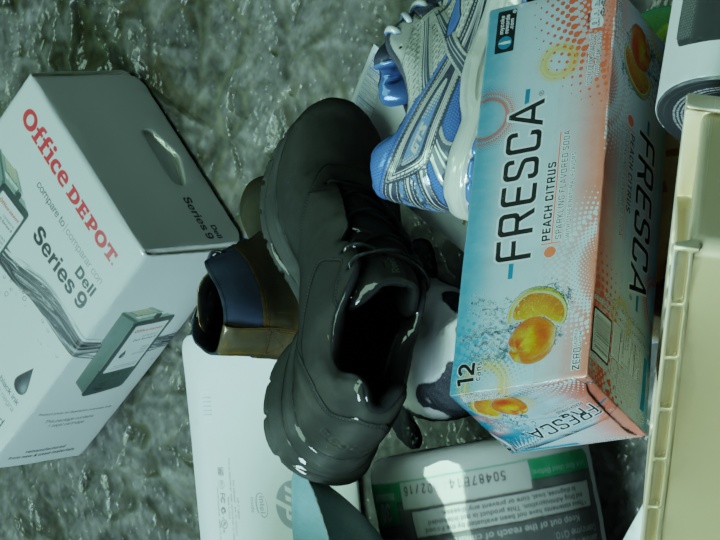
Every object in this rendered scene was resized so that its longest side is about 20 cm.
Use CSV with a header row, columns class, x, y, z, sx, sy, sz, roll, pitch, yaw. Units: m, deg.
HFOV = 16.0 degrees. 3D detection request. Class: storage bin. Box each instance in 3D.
class,x,y,z,sx,sy,sz,roll,pitch,yaw
storage bin,0.221,0.044,1.048,0.200,0.094,0.199,6,131,7

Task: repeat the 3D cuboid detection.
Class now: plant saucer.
class,x,y,z,sx,sy,sz,roll,pitch,yaw
plant saucer,0.004,0.192,1.254,0.201,0.039,0.201,170,90,-82

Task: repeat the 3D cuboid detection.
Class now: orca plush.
class,x,y,z,sx,sy,sz,roll,pitch,yaw
orca plush,0.061,0.032,1.290,0.200,0.071,0.105,129,142,-70

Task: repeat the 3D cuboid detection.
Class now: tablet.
class,x,y,z,sx,sy,sz,roll,pitch,yaw
tablet,-0.049,0.133,1.463,0.130,0.014,0.200,-5,91,43

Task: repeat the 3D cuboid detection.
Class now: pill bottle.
class,x,y,z,sx,sy,sz,roll,pitch,yaw
pill bottle,0.076,0.184,1.283,0.113,0.113,0.200,-14,85,43

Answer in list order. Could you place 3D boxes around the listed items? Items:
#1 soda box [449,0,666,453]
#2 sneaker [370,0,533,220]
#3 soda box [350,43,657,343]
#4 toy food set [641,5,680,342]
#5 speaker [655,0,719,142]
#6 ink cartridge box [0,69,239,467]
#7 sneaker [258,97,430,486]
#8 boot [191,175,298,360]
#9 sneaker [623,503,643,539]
class,x,y,z,sx,sy,sz,roll,pitch,yaw
soda box,0.090,-0.023,1.123,0.068,0.064,0.200,-9,57,29
sneaker,0.048,-0.113,1.250,0.085,0.077,0.200,1,54,20
soda box,0.080,-0.040,1.289,0.200,0.068,0.064,40,119,33
toy food set,0.179,-0.055,1.159,0.200,0.049,0.198,30,81,42
speaker,0.183,-0.152,1.124,0.081,0.081,0.200,-9,59,43
ink cartridge box,-0.180,-0.002,1.523,0.200,0.084,0.146,-51,61,32
sneaker,0.000,0.000,1.240,0.091,0.076,0.200,135,137,-54
boot,-0.053,-0.006,1.360,0.200,0.097,0.075,-130,47,-58
sneaker,0.227,0.091,1.176,0.146,0.081,0.200,33,96,10
